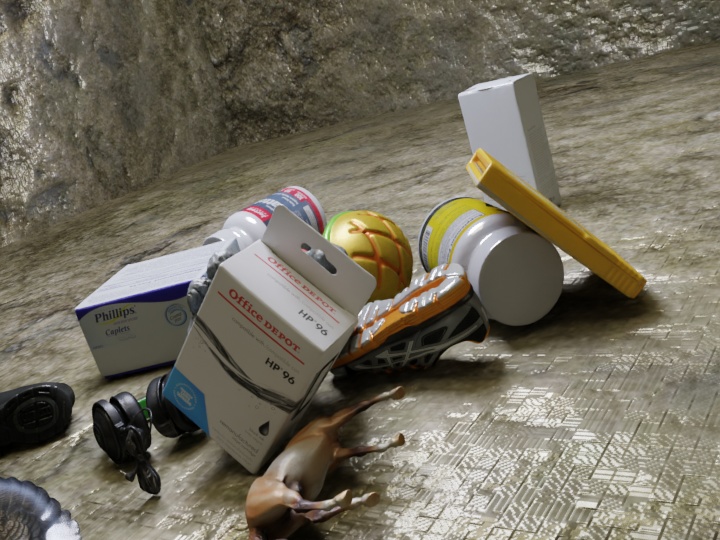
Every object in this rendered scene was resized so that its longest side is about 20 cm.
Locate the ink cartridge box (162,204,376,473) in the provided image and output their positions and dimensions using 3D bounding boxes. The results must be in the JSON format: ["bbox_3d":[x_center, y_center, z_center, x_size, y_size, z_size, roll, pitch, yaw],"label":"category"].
[{"bbox_3d":[-0.081,0.060,0.701,0.115,0.202,0.068,36,32,10],"label":"ink cartridge box"}]

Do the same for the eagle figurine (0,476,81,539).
[{"bbox_3d":[-0.300,0.223,0.617,0.149,0.154,0.200,21,-23,-7],"label":"eagle figurine"}]

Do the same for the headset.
[{"bbox_3d":[-0.208,0.159,0.822,0.121,0.096,0.200,-23,1,-6],"label":"headset"}]

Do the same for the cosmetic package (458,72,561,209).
[{"bbox_3d":[0.225,-0.183,1.229,0.100,0.204,0.074,-1,21,40],"label":"cosmetic package"}]

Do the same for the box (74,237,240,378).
[{"bbox_3d":[-0.262,0.048,1.140,0.180,0.107,0.200,-14,15,10],"label":"box"}]

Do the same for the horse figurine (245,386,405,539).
[{"bbox_3d":[-0.035,0.159,0.624,0.131,0.050,0.201,-23,18,29],"label":"horse figurine"}]

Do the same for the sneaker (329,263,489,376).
[{"bbox_3d":[0.042,0.069,0.825,0.198,0.077,0.079,-28,25,37],"label":"sneaker"}]

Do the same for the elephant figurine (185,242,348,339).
[{"bbox_3d":[-0.067,0.052,0.794,0.197,0.145,0.154,4,-8,35],"label":"elephant figurine"}]

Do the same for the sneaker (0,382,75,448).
[{"bbox_3d":[-0.430,0.180,0.964,0.195,0.078,0.091,-11,5,-6],"label":"sneaker"}]

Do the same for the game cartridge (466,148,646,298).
[{"bbox_3d":[0.202,-0.054,0.865,0.033,0.198,0.177,-55,4,13],"label":"game cartridge"}]

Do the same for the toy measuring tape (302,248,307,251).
[{"bbox_3d":[-0.053,0.006,1.168,0.195,0.075,0.074,0,16,-2],"label":"toy measuring tape"}]

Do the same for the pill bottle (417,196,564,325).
[{"bbox_3d":[0.141,-0.013,0.909,0.112,0.117,0.200,-18,16,-7],"label":"pill bottle"}]

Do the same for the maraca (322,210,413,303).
[{"bbox_3d":[0.000,0.000,0.996,0.107,0.137,0.200,-40,7,35],"label":"maraca"}]

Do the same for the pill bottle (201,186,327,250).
[{"bbox_3d":[-0.157,-0.050,1.334,0.118,0.122,0.199,-2,22,41],"label":"pill bottle"}]
